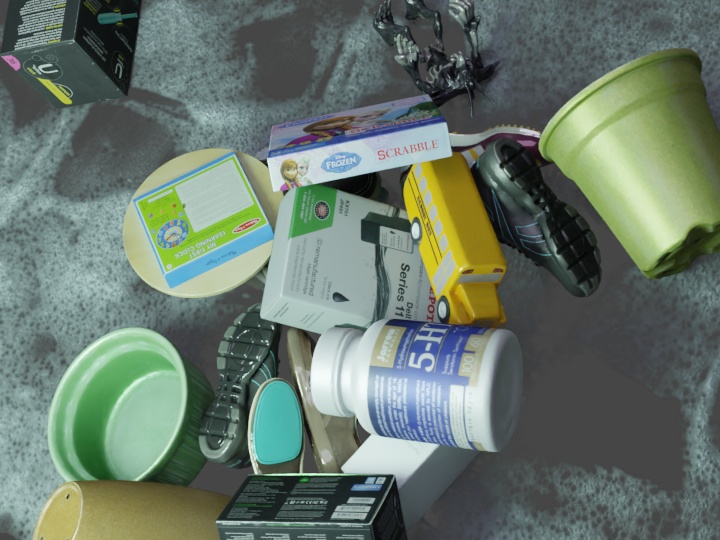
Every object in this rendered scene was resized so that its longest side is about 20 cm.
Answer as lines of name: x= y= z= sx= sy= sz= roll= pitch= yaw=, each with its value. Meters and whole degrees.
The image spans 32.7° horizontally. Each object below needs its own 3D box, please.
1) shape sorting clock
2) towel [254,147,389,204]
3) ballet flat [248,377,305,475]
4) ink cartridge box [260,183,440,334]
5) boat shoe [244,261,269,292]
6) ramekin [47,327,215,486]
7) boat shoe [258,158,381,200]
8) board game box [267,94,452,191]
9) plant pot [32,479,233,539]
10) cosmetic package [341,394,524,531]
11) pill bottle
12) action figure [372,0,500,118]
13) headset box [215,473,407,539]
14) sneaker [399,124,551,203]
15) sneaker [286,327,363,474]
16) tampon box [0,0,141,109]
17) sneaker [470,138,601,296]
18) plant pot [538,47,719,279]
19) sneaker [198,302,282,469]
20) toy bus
shape sorting clock: x=-0.184 y=-0.057 z=1.448 sx=0.196 sy=0.039 sz=0.203 roll=-6 pitch=56 yaw=8
towel: x=-0.080 y=-0.053 z=1.535 sx=0.198 sy=0.048 sz=0.173 roll=20 pitch=79 yaw=29
ballet flat: x=-0.095 y=0.227 z=1.394 sx=0.068 sy=0.069 sz=0.204 roll=-10 pitch=73 yaw=18
ink cartridge box: x=0.000 y=0.000 z=1.390 sx=0.197 sy=0.083 sz=0.149 roll=15 pitch=67 yaw=-17
boat shoe: x=-0.114 y=-0.018 z=1.471 sx=0.198 sy=0.076 sz=0.072 roll=30 pitch=77 yaw=23
ramekin: x=-0.265 y=0.179 z=1.467 sx=0.197 sy=0.098 sz=0.203 roll=-12 pitch=62 yaw=23
boat shoe: x=-0.074 y=-0.102 z=1.487 sx=0.197 sy=0.065 sz=0.074 roll=-5 pitch=65 yaw=20
board game box: x=-0.005 y=-0.148 z=1.392 sx=0.196 sy=0.200 sz=0.042 roll=-11 pitch=106 yaw=0
plant pot: x=-0.243 y=0.304 z=1.314 sx=0.185 sy=0.199 sz=0.189 roll=-29 pitch=46 yaw=36
cosmetic package: x=0.081 y=0.176 z=1.330 sx=0.200 sy=0.102 sz=0.074 roll=-46 pitch=57 yaw=-4
pill bottle: x=0.056 y=0.111 z=1.241 sx=0.197 sy=0.120 sz=0.122 roll=4 pitch=68 yaw=23
action figure: x=0.093 y=-0.280 z=1.533 sx=0.118 sy=0.103 sz=0.200 roll=-34 pitch=56 yaw=-9
headset box: x=-0.037 y=0.320 z=1.264 sx=0.171 sy=0.093 sz=0.203 roll=-4 pitch=110 yaw=21
sneaker: x=0.140 y=-0.116 z=1.458 sx=0.197 sy=0.075 sz=0.092 roll=0 pitch=69 yaw=31
sneaker: x=-0.032 y=0.152 z=1.420 sx=0.074 sy=0.071 sz=0.202 roll=-12 pitch=59 yaw=-10
tampon box: x=-0.409 y=-0.360 z=1.752 sx=0.124 sy=0.150 sz=0.203 roll=-6 pitch=64 yaw=19
sneaker: x=0.195 y=-0.052 z=1.382 sx=0.201 sy=0.075 sz=0.079 roll=56 pitch=137 yaw=5
plant pot: x=0.320 y=-0.101 z=1.318 sx=0.198 sy=0.200 sz=0.186 roll=-28 pitch=71 yaw=8
sneaker: x=-0.131 y=0.136 z=1.451 sx=0.074 sy=0.079 sz=0.203 roll=5 pitch=69 yaw=36
toy bus: x=0.106 y=-0.028 z=1.339 sx=0.064 sy=0.079 sz=0.202 roll=-1 pitch=53 yaw=-23
